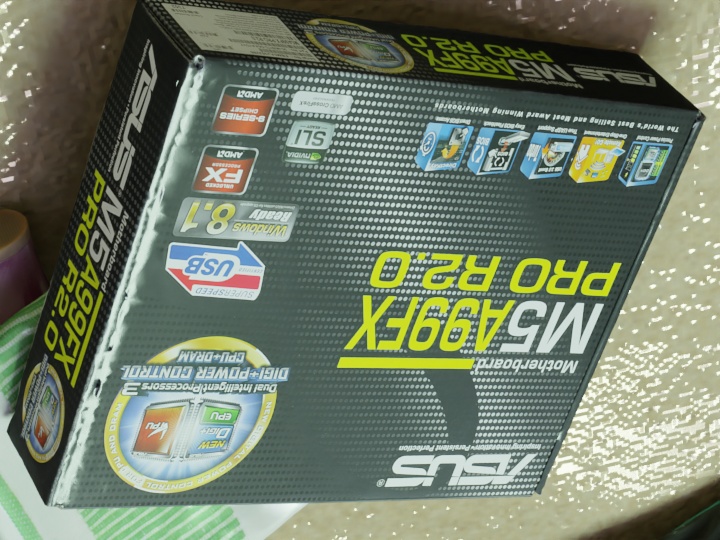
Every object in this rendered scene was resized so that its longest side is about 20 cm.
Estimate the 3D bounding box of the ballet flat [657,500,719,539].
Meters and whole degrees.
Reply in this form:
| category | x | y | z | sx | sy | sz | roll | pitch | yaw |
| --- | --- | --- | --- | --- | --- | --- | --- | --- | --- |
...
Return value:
| category | x | y | z | sx | sy | sz | roll | pitch | yaw |
| --- | --- | --- | --- | --- | --- | --- | --- | --- | --- |
| ballet flat | 0.115 | 0.152 | 0.907 | 0.199 | 0.069 | 0.068 | -33 | 131 | 16 |

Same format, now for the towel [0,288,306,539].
| category | x | y | z | sx | sy | sz | roll | pitch | yaw |
| --- | --- | --- | --- | --- | --- | --- | --- | --- | --- |
| towel | -0.042 | 0.037 | 0.759 | 0.199 | 0.023 | 0.153 | -33 | 133 | -8 |

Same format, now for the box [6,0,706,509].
| category | x | y | z | sx | sy | sz | roll | pitch | yaw |
| --- | --- | --- | --- | --- | --- | --- | --- | --- | --- |
| box | 0.000 | 0.000 | 0.713 | 0.199 | 0.044 | 0.161 | 3 | 119 | -34 |

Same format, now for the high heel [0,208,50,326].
| category | x | y | z | sx | sy | sz | roll | pitch | yaw |
| --- | --- | --- | --- | --- | --- | --- | --- | --- | --- |
| high heel | -0.189 | 0.053 | 0.747 | 0.199 | 0.067 | 0.096 | -23 | 123 | -11 |
